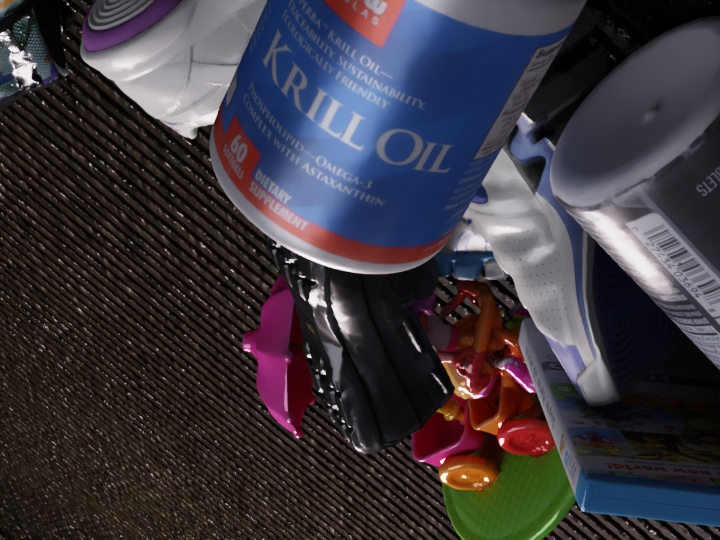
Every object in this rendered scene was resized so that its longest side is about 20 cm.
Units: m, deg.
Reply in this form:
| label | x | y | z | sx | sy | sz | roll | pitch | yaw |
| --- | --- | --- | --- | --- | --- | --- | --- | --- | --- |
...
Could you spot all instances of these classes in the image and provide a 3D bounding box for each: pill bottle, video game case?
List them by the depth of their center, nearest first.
| label | x | y | z | sx | sy | sz | roll | pitch | yaw |
| --- | --- | --- | --- | --- | --- | --- | --- | --- | --- |
| pill bottle | 0.024 | -0.104 | 0.753 | 0.112 | 0.112 | 0.200 | 33 | 126 | 7 |
| pill bottle | 0.180 | -0.004 | 0.821 | 0.200 | 0.106 | 0.106 | 44 | 157 | -22 |
| video game case | 0.156 | 0.070 | 0.900 | 0.143 | 0.018 | 0.200 | 7 | -163 | -5 |

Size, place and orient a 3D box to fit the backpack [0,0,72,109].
| label | x | y | z | sx | sy | sz | roll | pitch | yaw |
| --- | --- | --- | --- | --- | --- | --- | --- | --- | --- |
| backpack | -0.230 | -0.168 | 0.911 | 0.178 | 0.150 | 0.200 | 56 | 164 | 19 |

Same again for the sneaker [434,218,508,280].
| label | x | y | z | sx | sy | sz | roll | pitch | yaw |
| --- | --- | --- | --- | --- | --- | --- | --- | --- | --- |
| sneaker | 0.082 | -0.039 | 0.970 | 0.200 | 0.075 | 0.087 | 15 | 137 | 38 |

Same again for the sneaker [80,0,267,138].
| label | x | y | z | sx | sy | sz | roll | pitch | yaw |
| --- | --- | --- | --- | --- | --- | --- | --- | --- | --- |
| sneaker | -0.025 | -0.118 | 0.878 | 0.200 | 0.075 | 0.100 | -17 | 134 | 27 |

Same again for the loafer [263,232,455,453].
| label | x | y | z | sx | sy | sz | roll | pitch | yaw |
| --- | --- | --- | --- | --- | --- | --- | --- | --- | --- |
| loafer | 0.000 | 0.000 | 0.925 | 0.068 | 0.070 | 0.201 | 47 | 159 | 48 |

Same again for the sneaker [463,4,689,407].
| label | x | y | z | sx | sy | sz | roll | pitch | yaw |
| --- | --- | --- | --- | --- | --- | --- | --- | --- | --- |
| sneaker | 0.072 | -0.040 | 0.887 | 0.115 | 0.080 | 0.200 | -8 | 108 | 54 |

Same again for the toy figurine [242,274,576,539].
| label | x | y | z | sx | sy | sz | roll | pitch | yaw |
| --- | --- | --- | --- | --- | --- | --- | --- | --- | --- |
| toy figurine | 0.034 | 0.050 | 1.041 | 0.184 | 0.150 | 0.200 | 21 | 144 | -28 |
